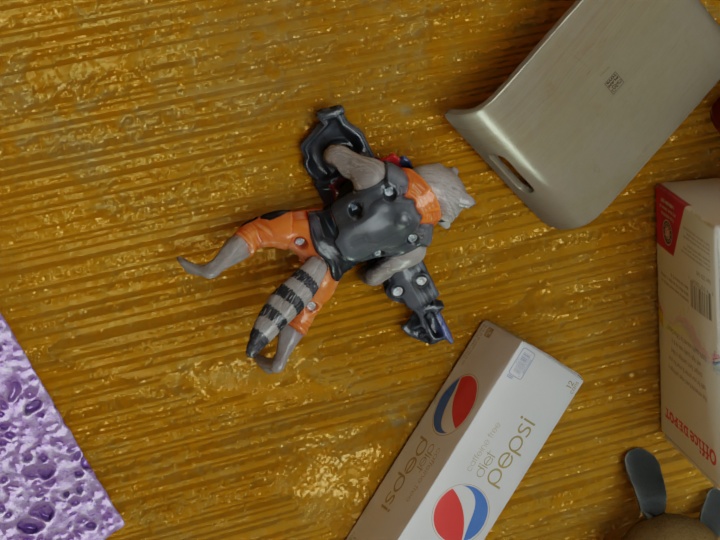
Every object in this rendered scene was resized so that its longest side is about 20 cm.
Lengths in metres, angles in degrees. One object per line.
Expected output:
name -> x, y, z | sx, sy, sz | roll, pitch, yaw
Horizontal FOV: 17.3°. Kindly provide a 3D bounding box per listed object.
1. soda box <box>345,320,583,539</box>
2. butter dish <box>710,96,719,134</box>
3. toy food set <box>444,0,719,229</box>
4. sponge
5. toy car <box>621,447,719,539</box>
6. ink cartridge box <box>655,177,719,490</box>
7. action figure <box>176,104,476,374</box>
soda box -> 0.074, 0.140, 1.724 | 0.064, 0.068, 0.200 | 33, 89, -26
butter dish -> 0.380, -0.098, 1.702 | 0.199, 0.200, 0.148 | -34, 112, 6
toy food set -> 0.166, -0.143, 1.708 | 0.200, 0.060, 0.144 | -48, 127, -4
sponge -> -0.253, 0.121, 1.601 | 0.112, 0.030, 0.200 | -33, 113, -13
toy car -> 0.220, 0.242, 1.800 | 0.164, 0.158, 0.200 | 29, 62, -30
ink cartridge box -> 0.277, 0.042, 1.738 | 0.086, 0.148, 0.200 | -8, 107, -10
action figure -> 0.000, 0.000, 1.643 | 0.193, 0.105, 0.200 | -36, 112, -1
